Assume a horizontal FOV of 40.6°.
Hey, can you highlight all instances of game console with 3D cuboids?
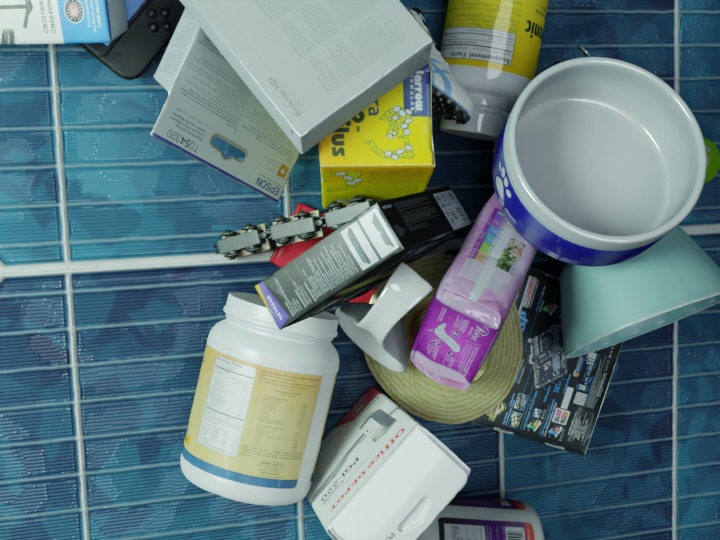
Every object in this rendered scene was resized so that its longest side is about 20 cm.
[{"bbox_3d":[-0.250,-0.321,0.967,0.200,0.118,0.171,38,79,-15],"label":"game console"}]

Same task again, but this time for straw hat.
[{"bbox_3d":[0.103,0.082,1.090,0.200,0.085,0.202,0,94,-5],"label":"straw hat"}]

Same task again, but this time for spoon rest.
[{"bbox_3d":[0.019,0.057,1.010,0.099,0.200,0.061,41,67,7],"label":"spoon rest"}]

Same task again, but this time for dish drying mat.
[{"bbox_3d":[0.000,0.000,1.123,0.200,0.018,0.077,27,90,-16],"label":"dish drying mat"}]

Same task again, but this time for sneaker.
[{"bbox_3d":[0.059,-0.238,1.047,0.072,0.072,0.200,-40,70,-3],"label":"sneaker"}]

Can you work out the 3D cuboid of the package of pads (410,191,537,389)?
[{"bbox_3d":[0.125,0.015,1.008,0.075,0.200,0.121,25,133,7],"label":"package of pads"}]

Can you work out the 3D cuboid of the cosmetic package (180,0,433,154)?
[{"bbox_3d":[-0.054,-0.230,0.888,0.151,0.052,0.200,-36,80,-10],"label":"cosmetic package"}]

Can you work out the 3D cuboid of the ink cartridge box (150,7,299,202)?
[{"bbox_3d":[-0.117,-0.197,1.008,0.196,0.043,0.200,27,88,-51],"label":"ink cartridge box"}]

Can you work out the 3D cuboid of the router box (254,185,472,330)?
[{"bbox_3d":[0.009,-0.017,0.984,0.157,0.200,0.052,-33,84,25],"label":"router box"}]

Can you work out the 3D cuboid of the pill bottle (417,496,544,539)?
[{"bbox_3d":[0.103,0.320,1.138,0.199,0.111,0.112,8,94,-15],"label":"pill bottle"}]

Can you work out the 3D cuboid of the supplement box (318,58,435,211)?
[{"bbox_3d":[0.012,-0.133,0.999,0.109,0.200,0.109,-1,81,-2],"label":"supplement box"}]

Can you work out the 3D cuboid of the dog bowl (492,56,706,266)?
[{"bbox_3d":[0.236,-0.108,0.977,0.199,0.079,0.201,2,71,-7],"label":"dog bowl"}]

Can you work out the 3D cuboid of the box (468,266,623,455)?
[{"bbox_3d":[0.227,0.108,1.181,0.159,0.046,0.201,18,91,-16],"label":"box"}]

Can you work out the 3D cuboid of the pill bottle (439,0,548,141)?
[{"bbox_3d":[0.144,-0.250,1.086,0.111,0.111,0.201,9,94,-16],"label":"pill bottle"}]

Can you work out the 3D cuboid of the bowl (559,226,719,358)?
[{"bbox_3d":[0.303,0.014,1.085,0.200,0.201,0.105,-17,78,-12],"label":"bowl"}]

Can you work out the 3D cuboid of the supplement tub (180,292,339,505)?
[{"bbox_3d":[-0.104,0.134,1.045,0.144,0.145,0.201,13,92,-16],"label":"supplement tub"}]

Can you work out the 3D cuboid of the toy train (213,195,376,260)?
[{"bbox_3d":[-0.070,-0.045,1.043,0.199,0.046,0.034,-13,90,25],"label":"toy train"}]

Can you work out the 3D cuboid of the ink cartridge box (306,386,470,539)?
[{"bbox_3d":[0.017,0.221,1.057,0.085,0.200,0.146,44,84,-15],"label":"ink cartridge box"}]

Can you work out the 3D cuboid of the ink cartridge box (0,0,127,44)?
[{"bbox_3d":[-0.335,-0.293,0.925,0.199,0.084,0.146,-2,115,1],"label":"ink cartridge box"}]

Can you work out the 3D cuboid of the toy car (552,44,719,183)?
[{"bbox_3d":[0.281,-0.159,1.114,0.158,0.164,0.200,-31,93,-10],"label":"toy car"}]
